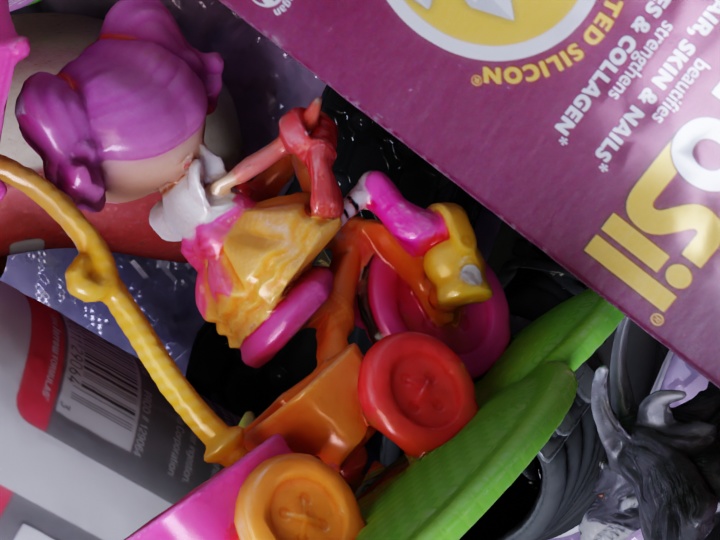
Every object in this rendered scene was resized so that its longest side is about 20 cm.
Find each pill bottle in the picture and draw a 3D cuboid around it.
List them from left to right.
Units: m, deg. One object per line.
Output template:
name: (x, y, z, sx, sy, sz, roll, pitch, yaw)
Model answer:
pill bottle: (-0.059, 0.093, 0.858, 0.200, 0.111, 0.111, 31, 118, -22)

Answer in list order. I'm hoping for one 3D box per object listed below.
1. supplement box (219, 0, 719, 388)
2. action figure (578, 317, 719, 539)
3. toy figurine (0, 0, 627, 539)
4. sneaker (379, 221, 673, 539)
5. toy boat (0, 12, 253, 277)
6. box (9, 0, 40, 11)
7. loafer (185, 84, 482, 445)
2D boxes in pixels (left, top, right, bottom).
supplement box: (0.072, -0.083, 0.774, 0.200, 0.103, 0.131, 37, 120, 2)
action figure: (0.121, 0.107, 0.857, 0.200, 0.119, 0.102, 43, 116, -8)
toy figurine: (-0.045, -0.005, 0.754, 0.184, 0.200, 0.150, 49, 141, -3)
sneaker: (0.063, 0.003, 0.874, 0.071, 0.099, 0.201, 21, 110, 18)
toy boat: (-0.131, -0.004, 0.914, 0.199, 0.131, 0.131, -11, 106, -6)
box: (-0.114, -0.171, 0.842, 0.097, 0.200, 0.176, -26, 94, 27)
loafer: (0.000, 0.000, 0.916, 0.068, 0.070, 0.201, 35, 127, 13)
